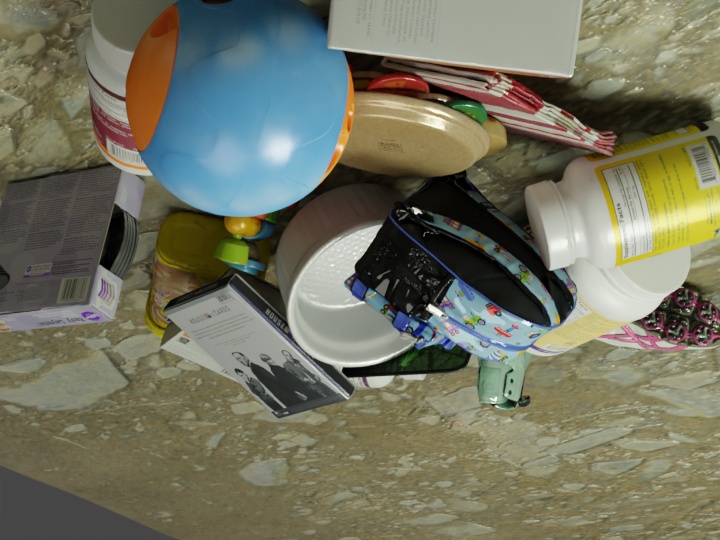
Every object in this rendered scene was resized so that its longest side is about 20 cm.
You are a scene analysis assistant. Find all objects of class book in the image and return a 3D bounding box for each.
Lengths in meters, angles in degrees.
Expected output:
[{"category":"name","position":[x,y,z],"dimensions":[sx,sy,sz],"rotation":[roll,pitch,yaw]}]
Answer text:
[{"category":"book","position":[-0.145,0.076,1.807],"dimensions":[0.133,0.048,0.200],"rotation":[27,147,-19]}]

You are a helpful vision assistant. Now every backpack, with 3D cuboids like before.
[{"category":"backpack","position":[0.110,0.012,1.492],"dimensions":[0.200,0.183,0.135],"rotation":[37,118,7]}]

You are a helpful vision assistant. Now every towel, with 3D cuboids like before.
[{"category":"towel","position":[0.132,-0.157,1.390],"dimensions":[0.199,0.023,0.144],"rotation":[20,179,-45]}]

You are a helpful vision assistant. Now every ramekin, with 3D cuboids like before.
[{"category":"ramekin","position":[0.000,0.000,1.659],"dimensions":[0.199,0.098,0.202],"rotation":[-12,130,-15]}]

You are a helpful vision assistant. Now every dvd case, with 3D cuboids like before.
[{"category":"dvd case","position":[-0.119,0.091,1.717],"dimensions":[0.200,0.025,0.150],"rotation":[45,145,-19]}]

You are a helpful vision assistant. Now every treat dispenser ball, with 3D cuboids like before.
[{"category":"treat dispenser ball","position":[-0.104,-0.148,1.293],"dimensions":[0.199,0.202,0.201],"rotation":[8,152,4]}]

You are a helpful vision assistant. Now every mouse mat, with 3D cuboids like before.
[{"category":"mouse mat","position":[0.077,0.060,1.739],"dimensions":[0.160,0.200,0.008],"rotation":[-6,121,27]}]

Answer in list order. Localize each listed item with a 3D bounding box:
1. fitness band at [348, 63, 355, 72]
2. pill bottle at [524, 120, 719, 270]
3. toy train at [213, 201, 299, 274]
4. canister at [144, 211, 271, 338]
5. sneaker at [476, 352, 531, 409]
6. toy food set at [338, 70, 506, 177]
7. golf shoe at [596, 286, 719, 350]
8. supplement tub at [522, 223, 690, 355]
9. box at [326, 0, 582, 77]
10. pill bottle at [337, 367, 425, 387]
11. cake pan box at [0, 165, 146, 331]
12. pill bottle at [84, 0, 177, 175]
[{"category":"fitness band","position":[-0.084,-0.170,1.525],"dimensions":[0.143,0.038,0.200],"rotation":[23,149,-21]},{"category":"pill bottle","position":[0.266,-0.067,1.442],"dimensions":[0.198,0.113,0.113],"rotation":[-15,150,-1]},{"category":"toy train","position":[-0.128,-0.059,1.589],"dimensions":[0.084,0.117,0.200],"rotation":[16,180,8]},{"category":"canister","position":[-0.191,0.016,1.856],"dimensions":[0.147,0.087,0.200],"rotation":[12,151,-4]},{"category":"sneaker","position":[0.169,0.098,1.845],"dimensions":[0.073,0.119,0.201],"rotation":[-1,149,25]},{"category":"toy food set","position":[0.033,-0.140,1.426],"dimensions":[0.199,0.049,0.198],"rotation":[3,165,24]},{"category":"golf shoe","position":[0.338,0.057,1.766],"dimensions":[0.199,0.073,0.092],"rotation":[12,160,19]},{"category":"supplement tub","position":[0.243,-0.001,1.604],"dimensions":[0.145,0.146,0.200],"rotation":[24,149,-24]},{"category":"box","position":[0.083,-0.222,1.224],"dimensions":[0.198,0.107,0.152],"rotation":[8,-172,6]},{"category":"pill bottle","position":[-0.013,0.092,1.905],"dimensions":[0.198,0.113,0.112],"rotation":[3,151,14]},{"category":"cake pan box","position":[-0.351,-0.025,1.730],"dimensions":[0.199,0.186,0.052],"rotation":[-8,152,30]},{"category":"pill bottle","position":[-0.210,-0.191,1.447],"dimensions":[0.113,0.115,0.200],"rotation":[11,151,-1]}]
